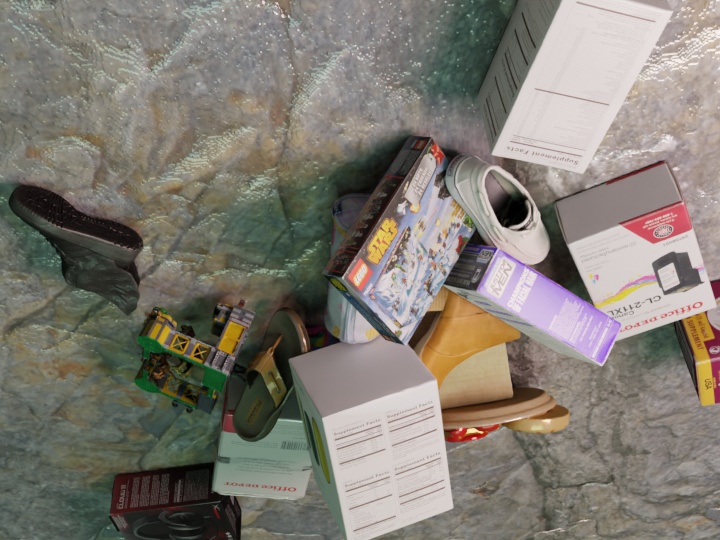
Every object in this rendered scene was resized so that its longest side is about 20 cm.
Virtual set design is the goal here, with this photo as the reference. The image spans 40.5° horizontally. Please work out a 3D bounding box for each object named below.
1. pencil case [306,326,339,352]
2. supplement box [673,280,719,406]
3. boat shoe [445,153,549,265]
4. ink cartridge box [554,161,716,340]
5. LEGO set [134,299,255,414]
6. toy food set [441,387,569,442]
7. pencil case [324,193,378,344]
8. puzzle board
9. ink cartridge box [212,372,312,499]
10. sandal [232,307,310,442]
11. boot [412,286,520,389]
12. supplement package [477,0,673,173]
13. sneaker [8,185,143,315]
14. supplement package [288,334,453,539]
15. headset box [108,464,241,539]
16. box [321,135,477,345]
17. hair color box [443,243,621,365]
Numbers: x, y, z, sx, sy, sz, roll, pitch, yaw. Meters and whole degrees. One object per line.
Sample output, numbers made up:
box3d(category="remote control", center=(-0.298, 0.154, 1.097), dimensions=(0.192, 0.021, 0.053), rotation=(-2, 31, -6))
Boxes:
box3d(category="pencil case", center=(-0.027, 0.158, 1.372), dimensions=(0.088, 0.089, 0.200), rotation=(-25, 132, 20))
box3d(category="supplement box", center=(0.530, 0.082, 1.293), dimensions=(0.199, 0.131, 0.103), rotation=(-15, 133, 10))
box3d(category="boat shoe", center=(0.179, -0.066, 1.153), dimensions=(0.072, 0.066, 0.200), rotation=(-52, 129, -12))
box3d(category="ink cartridge box", center=(0.347, -0.018, 1.218), dimensions=(0.145, 0.083, 0.200), rotation=(-21, 131, 16))
box3d(category="LEGO set", center=(-0.219, 0.097, 1.301), dimensions=(0.153, 0.116, 0.200), rotation=(19, 147, 5))
box3d(category="toy food set", center=(0.185, 0.205, 1.381), dimensions=(0.199, 0.198, 0.049), rotation=(-10, 91, -9))
box3d(category="pencil case", center=(0.000, 0.000, 1.211), dimensions=(0.083, 0.091, 0.201), rotation=(2, 135, -5))
box3d(category="puzzle board", center=(0.101, 0.119, 1.339), dimensions=(0.199, 0.017, 0.151), rotation=(-10, 104, 2))
box3d(category="ink cartridge box", center=(-0.139, 0.250, 1.452), dimensions=(0.145, 0.085, 0.201), rotation=(7, 132, -9))
box3d(category="sandal", center=(-0.128, 0.143, 1.291), dimensions=(0.054, 0.082, 0.200), rotation=(-2, 127, -55))
box3d(category="boot", center=(0.140, 0.099, 1.290), dimensions=(0.143, 0.071, 0.202), rotation=(-4, 106, -2))
box3d(category="supplement package", center=(0.209, -0.217, 0.995), dimensions=(0.113, 0.110, 0.200), rotation=(10, 133, -13))
box3d(category="sneaker", center=(-0.346, -0.022, 1.190), dimensions=(0.199, 0.060, 0.104), rotation=(24, 124, -29))
box3d(category="supplement package", center=(0.013, 0.208, 1.250), dimensions=(0.150, 0.152, 0.201), rotation=(-17, 118, -13))
box3d(category="headset box", center=(-0.307, 0.396, 1.591), dimensions=(0.199, 0.077, 0.149), rotation=(-8, 135, 2))
box3d(category="box", center=(0.054, -0.034, 1.121), dimensions=(0.040, 0.200, 0.137), rotation=(12, 152, 46))
box3d(category="hair color box", center=(0.209, 0.040, 1.206), dimensions=(0.199, 0.109, 0.065), rotation=(28, 85, -20))
